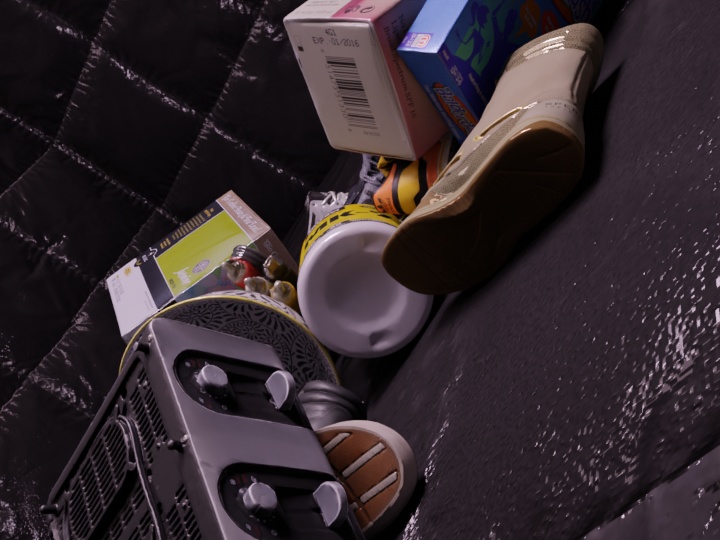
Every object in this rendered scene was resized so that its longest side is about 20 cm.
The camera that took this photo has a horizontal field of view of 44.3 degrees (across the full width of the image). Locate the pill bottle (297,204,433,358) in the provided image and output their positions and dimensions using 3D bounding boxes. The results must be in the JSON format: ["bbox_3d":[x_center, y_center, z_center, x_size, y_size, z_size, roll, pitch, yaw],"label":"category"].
[{"bbox_3d":[0.000,0.000,0.808,0.115,0.114,0.200,-57,8,7],"label":"pill bottle"}]

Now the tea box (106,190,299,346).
[{"bbox_3d":[-0.172,0.031,1.031,0.196,0.134,0.200,-37,26,-6],"label":"tea box"}]

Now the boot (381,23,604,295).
[{"bbox_3d":[0.099,-0.081,0.655,0.200,0.072,0.156,-47,14,47],"label":"boot"}]

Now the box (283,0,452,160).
[{"bbox_3d":[0.052,-0.206,0.767,0.108,0.129,0.200,16,49,43],"label":"box"}]

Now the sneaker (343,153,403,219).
[{"bbox_3d":[0.026,-0.106,0.926,0.200,0.075,0.115,61,-130,-74],"label":"sneaker"}]

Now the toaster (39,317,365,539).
[{"bbox_3d":[-0.096,0.161,0.515,0.201,0.118,0.181,-55,44,24],"label":"toaster"}]

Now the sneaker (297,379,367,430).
[{"bbox_3d":[-0.056,0.157,0.745,0.200,0.070,0.100,-38,19,51],"label":"sneaker"}]

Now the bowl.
[{"bbox_3d":[-0.109,0.092,0.805,0.201,0.200,0.094,-54,11,24],"label":"bowl"}]

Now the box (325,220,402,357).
[{"bbox_3d":[-0.026,0.025,1.105,0.201,0.046,0.159,-61,8,-10],"label":"box"}]

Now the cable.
[{"bbox_3d":[-0.075,0.037,0.890,0.051,0.096,0.200,-57,-32,-16],"label":"cable"}]

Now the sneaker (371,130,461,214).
[{"bbox_3d":[0.060,-0.120,0.822,0.089,0.070,0.201,-9,34,19],"label":"sneaker"}]

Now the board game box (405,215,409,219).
[{"bbox_3d":[0.093,-0.114,0.989,0.121,0.032,0.200,-60,7,19],"label":"board game box"}]

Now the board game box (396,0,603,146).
[{"bbox_3d":[0.125,-0.207,0.729,0.045,0.152,0.201,16,71,40],"label":"board game box"}]

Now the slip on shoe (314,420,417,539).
[{"bbox_3d":[-0.028,0.158,0.585,0.060,0.077,0.200,1,-36,-48],"label":"slip on shoe"}]

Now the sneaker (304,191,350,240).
[{"bbox_3d":[-0.010,-0.100,1.230,0.202,0.115,0.076,-58,8,2],"label":"sneaker"}]
